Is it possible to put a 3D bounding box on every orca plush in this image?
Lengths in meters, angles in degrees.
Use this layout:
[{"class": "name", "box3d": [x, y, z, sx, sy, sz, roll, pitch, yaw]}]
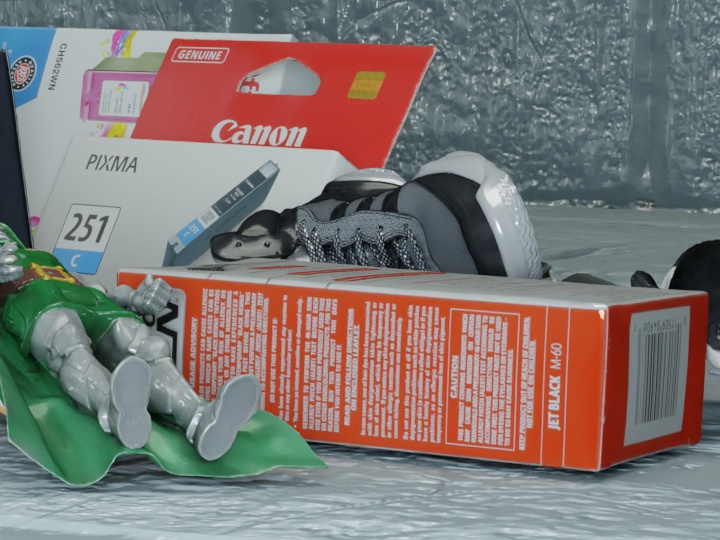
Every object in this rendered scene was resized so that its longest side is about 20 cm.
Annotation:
[{"class": "orca plush", "box3d": [0.173, 0.010, 1.131, 0.105, 0.071, 0.200, 36, 7, 9]}]

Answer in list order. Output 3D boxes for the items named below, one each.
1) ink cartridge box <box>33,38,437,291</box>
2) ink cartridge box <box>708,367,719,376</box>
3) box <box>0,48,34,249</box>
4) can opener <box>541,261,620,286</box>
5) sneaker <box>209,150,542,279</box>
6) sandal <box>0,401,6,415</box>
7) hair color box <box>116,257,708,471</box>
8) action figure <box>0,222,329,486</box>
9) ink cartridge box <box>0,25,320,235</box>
[{"class": "ink cartridge box", "box3d": [-0.074, -0.054, 1.472, 0.199, 0.177, 0.045, 5, -23, 41]}, {"class": "ink cartridge box", "box3d": [0.253, 0.060, 0.937, 0.199, 0.047, 0.197, -4, 8, -42]}, {"class": "box", "box3d": [-0.305, -0.051, 1.477, 0.199, 0.124, 0.198, -12, 11, -30]}, {"class": "can opener", "box3d": [0.095, 0.034, 1.265, 0.066, 0.053, 0.200, -34, 10, -10]}, {"class": "sneaker", "box3d": [0.000, 0.000, 1.283, 0.113, 0.076, 0.200, -25, 11, -22]}, {"class": "sandal", "box3d": [-0.172, 0.030, 1.082, 0.079, 0.059, 0.206, 10, 19, -43]}, {"class": "hair color box", "box3d": [0.019, 0.033, 1.053, 0.199, 0.064, 0.111, 6, 5, 27]}, {"class": "action figure", "box3d": [-0.104, 0.021, 0.987, 0.118, 0.055, 0.200, 12, 10, -32]}, {"class": "ink cartridge box", "box3d": [-0.126, -0.059, 1.600, 0.199, 0.145, 0.085, 4, -21, 21]}]
